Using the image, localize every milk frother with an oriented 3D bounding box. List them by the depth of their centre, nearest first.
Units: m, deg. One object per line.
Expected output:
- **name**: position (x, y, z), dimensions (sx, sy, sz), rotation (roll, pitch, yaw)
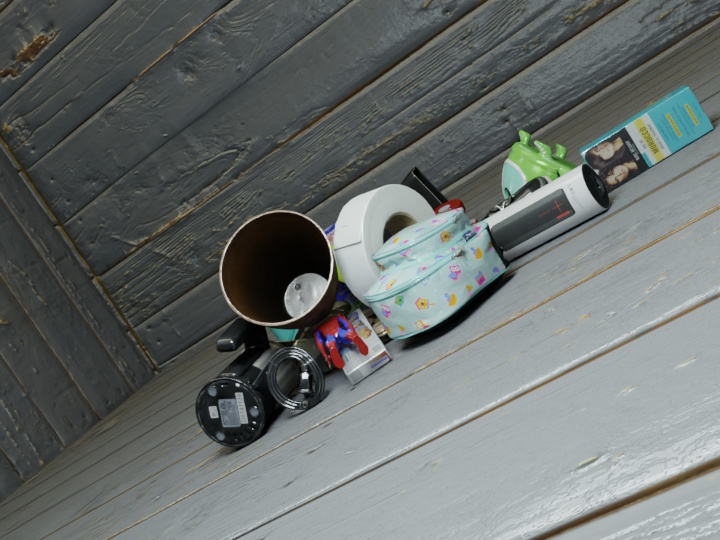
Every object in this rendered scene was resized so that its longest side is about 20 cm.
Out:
- **milk frother**: position (-0.139, 0.179, 1.527), dimensions (0.199, 0.182, 0.188), rotation (12, 18, 11)

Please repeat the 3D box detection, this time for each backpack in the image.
- **backpack**: position (0.102, 0.008, 1.399), dimensions (0.175, 0.154, 0.200), rotation (-19, 21, 51)

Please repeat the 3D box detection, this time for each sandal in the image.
- **sandal**: position (-0.085, 0.139, 1.728), dimensions (0.201, 0.057, 0.080), rotation (-55, 34, -12)

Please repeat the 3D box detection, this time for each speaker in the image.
- **speaker**: position (0.292, -0.089, 1.483), dimensions (0.199, 0.081, 0.081), rotation (-30, 6, 33)

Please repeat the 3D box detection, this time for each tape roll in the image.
- **tape roll**: position (0.051, -0.037, 1.534), dimensions (0.071, 0.203, 0.202), rotation (-15, 17, 45)

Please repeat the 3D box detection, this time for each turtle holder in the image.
- **turtle holder**: position (0.328, -0.150, 1.631), dimensions (0.141, 0.185, 0.132), rotation (5, -66, -48)

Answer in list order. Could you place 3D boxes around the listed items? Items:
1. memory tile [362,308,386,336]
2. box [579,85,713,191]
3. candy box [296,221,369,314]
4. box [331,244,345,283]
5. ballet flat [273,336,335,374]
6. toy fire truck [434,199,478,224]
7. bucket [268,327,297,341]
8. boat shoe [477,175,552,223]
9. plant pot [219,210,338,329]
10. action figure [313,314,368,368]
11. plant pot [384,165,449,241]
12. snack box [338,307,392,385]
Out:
- **memory tile**: position (0.067, 0.069, 1.580), dimensions (0.199, 0.017, 0.153), rotation (-24, 11, 19)
- **box**: position (0.470, -0.216, 1.543), dimensions (0.199, 0.083, 0.049), rotation (-32, 6, 17)
- **candy box**: position (-0.036, 0.018, 1.840), dimensions (0.169, 0.201, 0.077), rotation (-37, 6, -37)
- **box**: position (0.000, 0.000, 1.692), dimensions (0.200, 0.121, 0.048), rotation (-138, 67, -75)
- **ballet flat**: position (-0.113, 0.149, 1.645), dimensions (0.199, 0.064, 0.068), rotation (-12, 57, 36)
- **toy fire truck**: position (0.131, -0.034, 1.735), dimensions (0.199, 0.113, 0.168), rotation (-18, 21, 31)
- **bucket**: position (-0.129, 0.087, 2.129), dimensions (0.207, 0.135, 0.207), rotation (-33, 4, 3)
- **boat shoe**: position (0.252, -0.088, 1.576), dimensions (0.067, 0.072, 0.200), rotation (1, -32, -35)
- **plant pot**: position (-0.112, 0.023, 1.544), dimensions (0.186, 0.187, 0.200), rotation (-33, -21, 1)
- **action figure**: position (-0.035, 0.107, 1.439), dimensions (0.065, 0.052, 0.200), rotation (-32, 15, -5)
- **plant pot**: position (0.116, -0.077, 1.927), dimensions (0.177, 0.200, 0.200), rotation (-44, 3, 10)
- **snack box**: position (-0.006, 0.116, 1.479), dimensions (0.072, 0.024, 0.200), rotation (-35, 20, 0)
